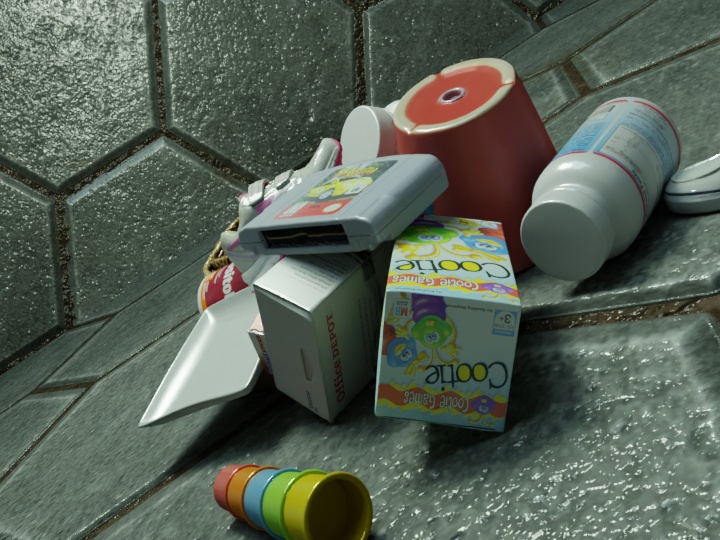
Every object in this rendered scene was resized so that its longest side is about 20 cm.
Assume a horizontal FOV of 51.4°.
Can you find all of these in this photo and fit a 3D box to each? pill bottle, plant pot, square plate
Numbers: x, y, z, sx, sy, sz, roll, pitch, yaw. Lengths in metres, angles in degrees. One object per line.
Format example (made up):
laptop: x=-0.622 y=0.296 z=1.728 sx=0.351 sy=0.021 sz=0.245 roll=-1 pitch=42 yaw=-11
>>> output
pill bottle: x=0.078 y=-0.157 z=0.977 sx=0.196 sy=0.124 sz=0.119 roll=0 pitch=-6 yaw=-36
plant pot: x=0.129 y=-0.121 z=0.838 sx=0.196 sy=0.180 sz=0.203 roll=-19 pitch=34 yaw=13
square plate: x=-0.157 y=0.093 z=0.887 sx=0.197 sy=0.029 sz=0.200 roll=-23 pitch=30 yaw=36
pill bottle: x=0.234 y=-0.080 z=0.729 sx=0.107 sy=0.110 sz=0.200 roll=-15 pitch=22 yaw=48
pill bottle: x=-0.158 y=0.028 z=1.189 sx=0.197 sy=0.115 sz=0.113 roll=-23 pitch=16 yaw=32

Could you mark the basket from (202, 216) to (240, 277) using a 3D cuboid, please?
basket: x=-0.208 y=-0.027 z=1.357 sx=0.141 sy=0.153 sz=0.198 roll=-25 pitch=8 yaw=-39

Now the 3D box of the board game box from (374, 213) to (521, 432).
board game box: x=0.073 y=0.032 z=0.636 sx=0.102 sy=0.106 sz=0.201 roll=6 pitch=21 yaw=4

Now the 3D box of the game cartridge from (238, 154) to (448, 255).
game cartridge: x=-0.017 y=-0.065 z=0.726 sx=0.197 sy=0.042 sz=0.133 roll=-2 pitch=28 yaw=45

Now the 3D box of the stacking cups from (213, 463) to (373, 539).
stacking cups: x=-0.070 y=0.183 z=0.600 sx=0.060 sy=0.061 sz=0.198 roll=-40 pitch=16 yaw=-32

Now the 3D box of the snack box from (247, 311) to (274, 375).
snack box: x=-0.059 y=0.014 z=0.823 sx=0.024 sy=0.073 sz=0.202 roll=11 pitch=51 yaw=23

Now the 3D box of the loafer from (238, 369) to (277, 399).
loafer: x=-0.102 y=0.106 z=0.894 sx=0.197 sy=0.074 sz=0.071 roll=-27 pitch=16 yaw=25

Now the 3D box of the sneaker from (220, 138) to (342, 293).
sneaker: x=-0.095 y=-0.077 z=0.870 sx=0.202 sy=0.088 sz=0.081 roll=-53 pitch=1 yaw=5

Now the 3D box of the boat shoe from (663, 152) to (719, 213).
boat shoe: x=0.357 y=-0.111 z=0.657 sx=0.197 sy=0.068 sz=0.074 roll=-19 pitch=18 yaw=42

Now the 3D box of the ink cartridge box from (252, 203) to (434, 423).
ink cartridge box: x=-0.006 y=0.027 z=0.771 sx=0.082 sy=0.148 sz=0.199 roll=22 pitch=47 yaw=32
